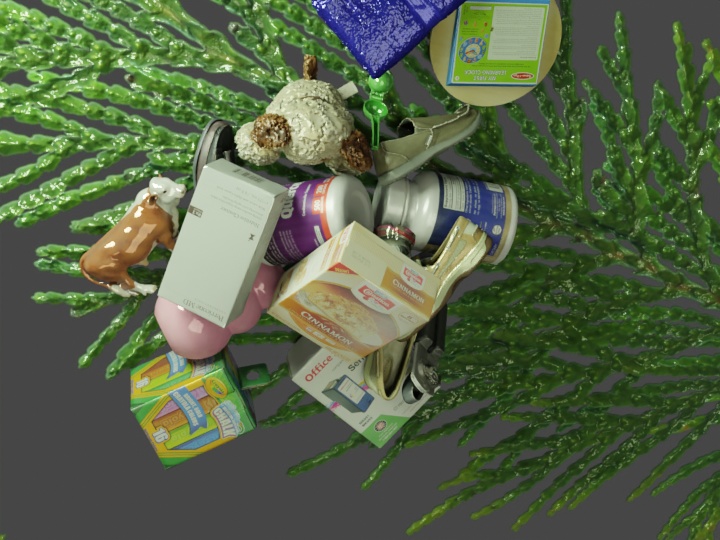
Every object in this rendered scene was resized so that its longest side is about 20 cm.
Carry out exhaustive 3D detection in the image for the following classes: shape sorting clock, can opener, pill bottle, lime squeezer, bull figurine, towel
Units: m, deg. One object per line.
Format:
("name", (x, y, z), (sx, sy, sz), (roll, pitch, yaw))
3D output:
("shape sorting clock", (0.194, -0.332, 1.646), (0.198, 0.039, 0.202), (-6, 118, -12))
("can opener", (0.092, 0.118, 1.748), (0.067, 0.201, 0.053), (-32, 119, 30))
("pill bottle", (-0.088, -0.068, 1.633), (0.198, 0.113, 0.113), (-8, 120, 28))
("lime squeezer", (0.026, -0.258, 1.629), (0.037, 0.071, 0.202), (10, 76, 5))
("pill bottle", (0.122, -0.083, 1.697), (0.198, 0.120, 0.121), (9, 112, -15))
("bull figurine", (-0.312, -0.046, 1.657), (0.200, 0.065, 0.121), (-40, 117, 7))
("towel", (0.047, -0.380, 1.567), (0.200, 0.050, 0.148), (-41, 92, 7))

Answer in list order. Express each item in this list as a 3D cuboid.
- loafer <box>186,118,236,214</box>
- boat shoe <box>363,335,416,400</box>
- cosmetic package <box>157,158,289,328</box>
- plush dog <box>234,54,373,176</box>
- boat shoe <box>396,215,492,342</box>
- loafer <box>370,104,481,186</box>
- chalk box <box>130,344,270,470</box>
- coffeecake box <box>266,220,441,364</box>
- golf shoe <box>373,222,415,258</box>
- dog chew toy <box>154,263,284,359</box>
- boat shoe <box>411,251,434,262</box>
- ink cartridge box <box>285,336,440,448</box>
("loafer", (-0.202, -0.112, 1.630), (0.062, 0.072, 0.202), (18, 103, 26))
("boat shoe", (0.054, 0.090, 1.698), (0.072, 0.063, 0.203), (13, 98, -21))
("cosmetic package", (-0.188, -0.038, 1.567), (0.112, 0.081, 0.202), (23, 105, 6))
("plush dog", (-0.066, -0.201, 1.578), (0.198, 0.172, 0.162), (7, 112, -13))
("boat shoe", (0.099, 0.009, 1.640), (0.076, 0.072, 0.200), (39, 92, -11))
("loafer", (0.094, -0.195, 1.641), (0.199, 0.075, 0.070), (-35, 97, -30))
("chalk box", (-0.236, 0.186, 1.743), (0.198, 0.125, 0.125), (-25, 116, -1))
("coffeecake box", (-0.011, 0.036, 1.580), (0.153, 0.074, 0.200), (33, 143, -18))
("golf shoe", (0.000, 0.000, 1.673), (0.072, 0.093, 0.199), (28, 150, -23))
("dog chew toy", (-0.202, 0.046, 1.694), (0.199, 0.125, 0.125), (-28, 116, -7))
("boat shoe", (0.097, 0.013, 1.760), (0.198, 0.067, 0.074), (-18, 116, -8))
("ink cartridge box", (0.003, 0.158, 1.791), (0.200, 0.088, 0.145), (41, 100, -22))
